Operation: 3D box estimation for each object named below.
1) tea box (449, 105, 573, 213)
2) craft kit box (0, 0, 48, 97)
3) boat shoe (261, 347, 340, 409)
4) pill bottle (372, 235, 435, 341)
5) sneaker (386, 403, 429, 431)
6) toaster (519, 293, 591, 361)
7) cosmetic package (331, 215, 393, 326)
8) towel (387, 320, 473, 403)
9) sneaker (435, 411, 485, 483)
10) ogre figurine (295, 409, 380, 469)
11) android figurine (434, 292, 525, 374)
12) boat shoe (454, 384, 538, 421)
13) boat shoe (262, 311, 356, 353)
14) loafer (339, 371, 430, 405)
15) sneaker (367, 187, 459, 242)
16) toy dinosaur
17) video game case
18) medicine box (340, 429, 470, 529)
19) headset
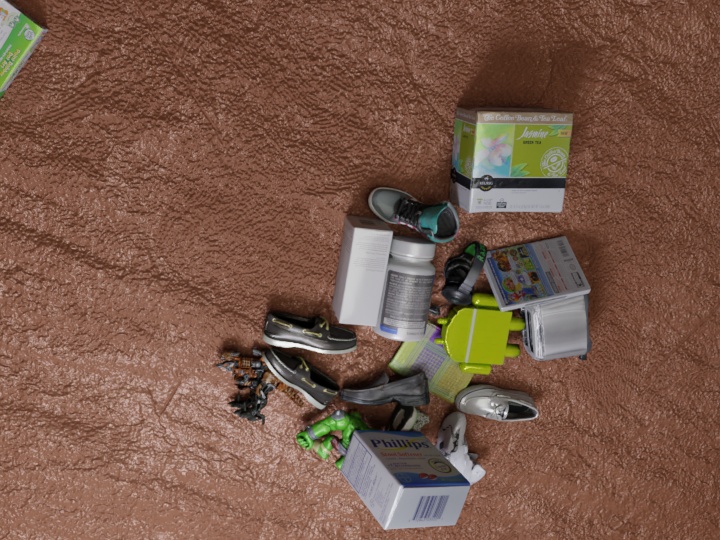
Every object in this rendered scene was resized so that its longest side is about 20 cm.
[{"bbox_3d":[0.295,-0.224,1.387,0.198,0.134,0.199,-2,107,-10],"label":"tea box"},{"bbox_3d":[-0.679,-0.399,1.187,0.197,0.049,0.200,38,97,-17],"label":"craft kit box"},{"bbox_3d":[-0.124,0.216,1.469,0.060,0.072,0.201,-40,123,10],"label":"boat shoe"},{"bbox_3d":[0.093,0.035,1.435,0.113,0.114,0.202,6,100,-13],"label":"pill bottle"},{"bbox_3d":[0.095,0.396,1.579,0.088,0.077,0.201,23,104,-26],"label":"sneaker"},{"bbox_3d":[0.428,0.116,1.534,0.128,0.114,0.202,-11,109,-4],"label":"toaster"},{"bbox_3d":[0.000,0.000,1.413,0.084,0.108,0.202,5,108,-13],"label":"cosmetic package"},{"bbox_3d":[0.174,0.203,1.557,0.199,0.023,0.144,29,100,-17],"label":"towel"},{"bbox_3d":[0.235,0.419,1.611,0.114,0.075,0.202,10,110,-15],"label":"sneaker"},{"bbox_3d":[-0.030,0.374,1.532,0.200,0.098,0.120,40,108,-8],"label":"ogre figurine"},{"bbox_3d":[0.259,0.140,1.523,0.198,0.041,0.184,4,101,-12],"label":"android figurine"},{"bbox_3d":[0.314,0.311,1.587,0.198,0.066,0.073,12,107,-21],"label":"boat shoe"},{"bbox_3d":[-0.100,0.127,1.445,0.199,0.072,0.061,7,110,-12],"label":"boat shoe"},{"bbox_3d":[0.053,0.258,1.528,0.198,0.073,0.073,0,86,-3],"label":"loafer"},{"bbox_3d":[0.118,-0.110,1.386,0.199,0.121,0.084,22,84,-19],"label":"sneaker"},{"bbox_3d":[-0.212,0.243,1.459,0.199,0.102,0.137,27,84,4],"label":"toy dinosaur"},{"bbox_3d":[0.370,0.005,1.481,0.198,0.144,0.018,-11,148,-8],"label":"video game case"},{"bbox_3d":[0.089,0.423,1.428,0.181,0.200,0.104,10,106,-33],"label":"medicine box"},{"bbox_3d":[0.193,0.020,1.459,0.093,0.124,0.201,24,126,-6],"label":"headset"}]
